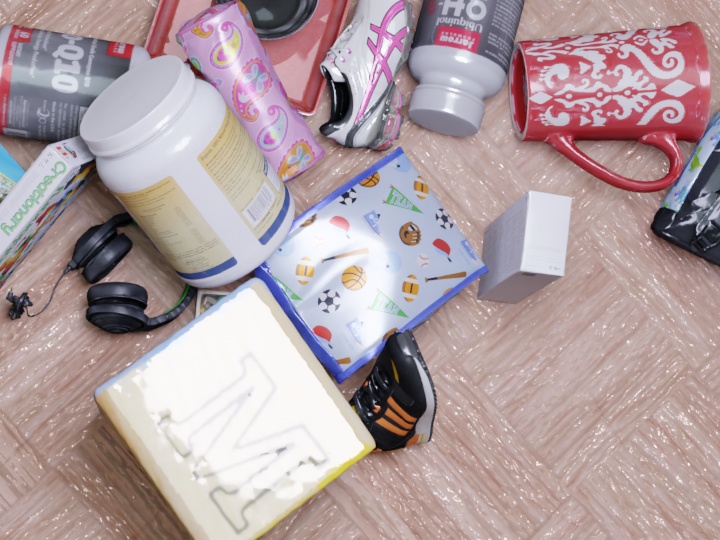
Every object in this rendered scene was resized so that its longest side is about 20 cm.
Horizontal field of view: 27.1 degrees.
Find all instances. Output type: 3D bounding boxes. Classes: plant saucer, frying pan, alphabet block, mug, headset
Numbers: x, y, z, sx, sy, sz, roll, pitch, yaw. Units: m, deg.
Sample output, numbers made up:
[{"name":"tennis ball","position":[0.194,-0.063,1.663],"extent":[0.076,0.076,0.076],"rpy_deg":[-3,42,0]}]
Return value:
[{"name":"plant saucer","position":[-0.117,-0.287,1.644],"extent":[0.198,0.037,0.201],"rpy_deg":[18,79,-7]},{"name":"frying pan","position":[-0.120,-0.334,1.616],"extent":[0.114,0.031,0.191],"rpy_deg":[-29,83,-12]},{"name":"alphabet block","position":[-0.126,0.152,1.470],"extent":[0.196,0.195,0.201],"rpy_deg":[-36,87,-11]},{"name":"mug","position":[0.272,-0.186,1.633],"extent":[0.198,0.134,0.179],"rpy_deg":[-3,51,-5]},{"name":"headset","position":[-0.268,0.013,1.568],"extent":[0.198,0.094,0.125],"rpy_deg":[-15,79,-26]}]

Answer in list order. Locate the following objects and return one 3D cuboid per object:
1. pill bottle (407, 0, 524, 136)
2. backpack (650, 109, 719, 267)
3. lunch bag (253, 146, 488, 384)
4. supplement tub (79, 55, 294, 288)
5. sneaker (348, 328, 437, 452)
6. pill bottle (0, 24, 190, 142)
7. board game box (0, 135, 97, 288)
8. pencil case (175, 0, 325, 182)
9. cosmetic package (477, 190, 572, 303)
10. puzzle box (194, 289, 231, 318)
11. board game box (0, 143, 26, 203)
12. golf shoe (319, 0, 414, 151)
[{"name":"pill bottle","position":[0.114,-0.254,1.636],"extent":[0.110,0.111,0.202],"rpy_deg":[16,79,-6]},{"name":"backpack","position":[0.429,-0.104,1.657],"extent":[0.162,0.154,0.201],"rpy_deg":[24,100,-3]},{"name":"lunch bag","position":[0.000,0.000,1.567],"extent":[0.200,0.124,0.170],"rpy_deg":[-37,87,-29]},{"name":"supplement tub","position":[-0.171,-0.097,1.481],"extent":[0.144,0.144,0.201],"rpy_deg":[-43,123,-12]},{"name":"sneaker","position":[0.025,0.135,1.522],"extent":[0.089,0.201,0.070],"rpy_deg":[-19,60,-9]},{"name":"pill bottle","position":[-0.281,-0.185,1.562],"extent":[0.198,0.114,0.115],"rpy_deg":[8,80,-8]},{"name":"board game box","position":[-0.336,-0.049,1.488],"extent":[0.035,0.126,0.200],"rpy_deg":[42,104,-1]},{"name":"pencil case","position":[-0.116,-0.182,1.569],"extent":[0.087,0.087,0.201],"rpy_deg":[-32,107,-12]},{"name":"cosmetic package","position":[0.170,-0.021,1.563],"extent":[0.050,0.200,0.083],"rpy_deg":[6,81,-7]},{"name":"puzzle box","position":[-0.116,0.125,1.585],"extent":[0.132,0.025,0.202],"rpy_deg":[4,80,-9]},{"name":"board game box","position":[-0.452,-0.068,1.544],"extent":[0.200,0.064,0.148],"rpy_deg":[-43,90,-13]},{"name":"golf shoe","position":[0.004,-0.232,1.612],"extent":[0.091,0.072,0.202],"rpy_deg":[6,89,-31]}]
